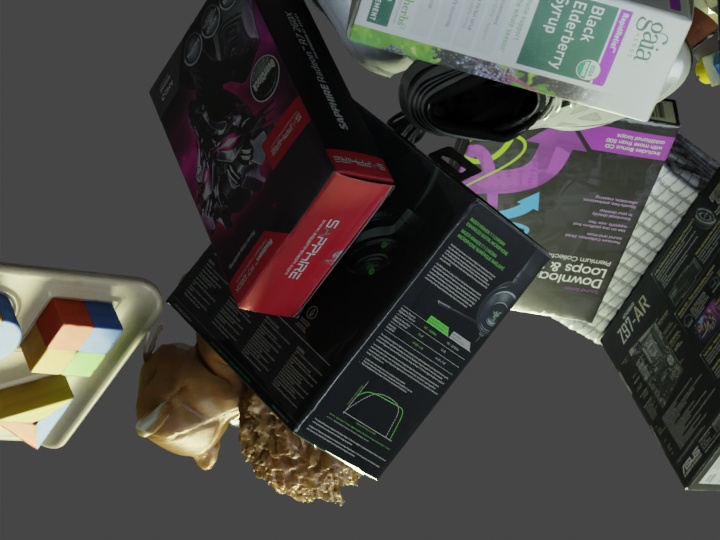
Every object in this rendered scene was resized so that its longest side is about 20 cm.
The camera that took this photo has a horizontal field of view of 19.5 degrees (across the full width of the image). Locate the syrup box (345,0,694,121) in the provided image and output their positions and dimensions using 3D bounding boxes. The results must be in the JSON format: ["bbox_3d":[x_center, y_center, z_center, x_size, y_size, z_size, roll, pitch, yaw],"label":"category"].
[{"bbox_3d":[0.099,-0.168,1.297,0.200,0.082,0.079,15,127,-6],"label":"syrup box"}]

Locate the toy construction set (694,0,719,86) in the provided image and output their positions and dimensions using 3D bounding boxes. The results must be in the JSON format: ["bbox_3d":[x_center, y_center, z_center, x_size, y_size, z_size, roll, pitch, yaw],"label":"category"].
[{"bbox_3d":[0.288,-0.200,1.427,0.092,0.131,0.200,-22,-168,41],"label":"toy construction set"}]

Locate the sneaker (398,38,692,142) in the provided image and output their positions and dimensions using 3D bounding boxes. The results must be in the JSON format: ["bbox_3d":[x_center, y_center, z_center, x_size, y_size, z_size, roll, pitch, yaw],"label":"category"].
[{"bbox_3d":[0.131,-0.114,1.372,0.200,0.115,0.076,-10,106,-5],"label":"sneaker"}]

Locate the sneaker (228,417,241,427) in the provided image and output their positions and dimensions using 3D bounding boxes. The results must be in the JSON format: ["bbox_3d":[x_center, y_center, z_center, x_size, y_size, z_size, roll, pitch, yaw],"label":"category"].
[{"bbox_3d":[-0.027,0.077,1.631,0.200,0.090,0.070,-34,142,12],"label":"sneaker"}]

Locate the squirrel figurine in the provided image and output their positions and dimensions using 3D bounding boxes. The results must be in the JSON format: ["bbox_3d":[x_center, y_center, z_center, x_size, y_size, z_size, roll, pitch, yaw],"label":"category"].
[{"bbox_3d":[-0.072,0.077,1.514,0.187,0.200,0.142,-43,148,3],"label":"squirrel figurine"}]

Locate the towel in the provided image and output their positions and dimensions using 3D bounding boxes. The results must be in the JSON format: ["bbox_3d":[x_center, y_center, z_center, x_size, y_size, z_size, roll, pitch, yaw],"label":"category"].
[{"bbox_3d":[0.222,-0.026,1.656,0.166,0.086,0.200,-43,138,21],"label":"towel"}]

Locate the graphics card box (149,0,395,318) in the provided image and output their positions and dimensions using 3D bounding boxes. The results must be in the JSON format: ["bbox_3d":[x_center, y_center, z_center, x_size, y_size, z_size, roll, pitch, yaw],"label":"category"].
[{"bbox_3d":[-0.060,-0.086,1.325,0.051,0.200,0.126,8,134,-36],"label":"graphics card box"}]

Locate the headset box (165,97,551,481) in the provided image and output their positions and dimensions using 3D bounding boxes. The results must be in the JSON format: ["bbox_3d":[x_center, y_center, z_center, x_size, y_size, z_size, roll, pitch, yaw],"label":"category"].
[{"bbox_3d":[0.000,0.000,1.364,0.200,0.174,0.093,-53,135,3],"label":"headset box"}]

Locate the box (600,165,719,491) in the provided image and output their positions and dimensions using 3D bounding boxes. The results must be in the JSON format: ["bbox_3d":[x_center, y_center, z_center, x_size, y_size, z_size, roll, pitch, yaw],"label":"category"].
[{"bbox_3d":[0.273,0.041,1.564,0.043,0.160,0.200,6,130,-32],"label":"box"}]

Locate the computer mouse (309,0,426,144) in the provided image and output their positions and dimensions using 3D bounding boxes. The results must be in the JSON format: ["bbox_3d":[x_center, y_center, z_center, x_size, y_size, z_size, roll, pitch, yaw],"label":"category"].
[{"bbox_3d":[0.026,-0.156,1.417,0.110,0.044,0.200,-33,143,13],"label":"computer mouse"}]

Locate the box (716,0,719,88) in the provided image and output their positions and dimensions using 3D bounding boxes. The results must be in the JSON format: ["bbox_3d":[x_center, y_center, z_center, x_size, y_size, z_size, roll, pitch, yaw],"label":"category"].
[{"bbox_3d":[0.286,-0.179,1.315,0.046,0.159,0.200,-5,172,36],"label":"box"}]

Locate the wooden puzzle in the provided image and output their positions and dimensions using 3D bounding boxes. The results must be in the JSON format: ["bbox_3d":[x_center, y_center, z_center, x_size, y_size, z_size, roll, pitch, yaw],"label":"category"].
[{"bbox_3d":[-0.264,0.070,1.527,0.200,0.046,0.185,11,131,-38],"label":"wooden puzzle"}]

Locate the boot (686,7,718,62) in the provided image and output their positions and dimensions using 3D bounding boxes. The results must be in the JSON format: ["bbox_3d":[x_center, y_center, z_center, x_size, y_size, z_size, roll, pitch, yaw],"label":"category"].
[{"bbox_3d":[0.163,-0.177,1.451,0.188,0.069,0.200,-32,141,14],"label":"boot"}]

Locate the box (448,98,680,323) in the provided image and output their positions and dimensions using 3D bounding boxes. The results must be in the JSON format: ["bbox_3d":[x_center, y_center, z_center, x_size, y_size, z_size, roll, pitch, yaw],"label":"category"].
[{"bbox_3d":[0.130,-0.050,1.514,0.143,0.036,0.200,9,133,-10],"label":"box"}]
